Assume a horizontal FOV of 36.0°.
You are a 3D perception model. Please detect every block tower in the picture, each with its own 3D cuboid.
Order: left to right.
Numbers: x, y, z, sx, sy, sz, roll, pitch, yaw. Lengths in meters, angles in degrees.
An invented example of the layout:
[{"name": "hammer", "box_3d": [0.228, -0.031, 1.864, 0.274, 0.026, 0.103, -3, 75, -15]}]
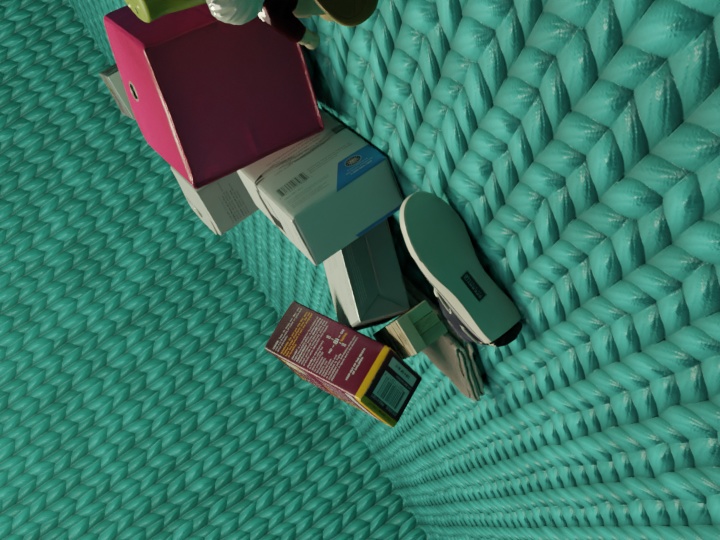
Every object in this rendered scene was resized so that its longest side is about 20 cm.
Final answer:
[{"name": "block tower", "box_3d": [0.068, 0.088, 1.550, 0.054, 0.057, 0.200, 56, 170, 2]}]

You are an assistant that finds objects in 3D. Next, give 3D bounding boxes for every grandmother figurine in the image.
[{"name": "grandmother figurine", "box_3d": [-0.078, -0.262, 1.051, 0.122, 0.061, 0.199, 52, -150, 7]}]

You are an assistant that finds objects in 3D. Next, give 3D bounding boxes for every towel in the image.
[{"name": "towel", "box_3d": [0.110, 0.093, 1.607, 0.200, 0.034, 0.133, 45, 162, 43]}]

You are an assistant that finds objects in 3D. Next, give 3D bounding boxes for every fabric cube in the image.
[{"name": "fabric cube", "box_3d": [-0.193, -0.255, 1.444, 0.199, 0.198, 0.198, 41, 151, 55]}]

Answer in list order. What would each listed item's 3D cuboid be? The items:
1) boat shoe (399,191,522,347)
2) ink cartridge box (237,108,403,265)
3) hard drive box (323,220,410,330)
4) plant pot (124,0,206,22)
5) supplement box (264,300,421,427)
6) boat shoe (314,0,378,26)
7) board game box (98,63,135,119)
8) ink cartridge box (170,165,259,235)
[{"name": "boat shoe", "box_3d": [0.099, 0.004, 1.277, 0.201, 0.074, 0.093, 57, 162, -5]}, {"name": "ink cartridge box", "box_3d": [-0.057, -0.114, 1.446, 0.200, 0.144, 0.084, 43, 164, 51]}, {"name": "hard drive box", "box_3d": [0.000, 0.000, 1.587, 0.200, 0.076, 0.158, 140, 117, -79]}, {"name": "plant pot", "box_3d": [-0.176, -0.359, 1.142, 0.201, 0.192, 0.201, 53, 169, 15]}, {"name": "supplement box", "box_3d": [-0.026, 0.133, 1.592, 0.199, 0.086, 0.110, 24, 166, 38]}, {"name": "boat shoe", "box_3d": [-0.046, -0.317, 1.029, 0.202, 0.073, 0.063, 55, -174, 0]}, {"name": "board game box", "box_3d": [-0.715, -0.541, 3.352, 0.149, 0.064, 0.200, 62, 167, -22]}, {"name": "ink cartridge box", "box_3d": [-0.174, -0.159, 1.686, 0.145, 0.199, 0.084, 38, 160, 57]}]
